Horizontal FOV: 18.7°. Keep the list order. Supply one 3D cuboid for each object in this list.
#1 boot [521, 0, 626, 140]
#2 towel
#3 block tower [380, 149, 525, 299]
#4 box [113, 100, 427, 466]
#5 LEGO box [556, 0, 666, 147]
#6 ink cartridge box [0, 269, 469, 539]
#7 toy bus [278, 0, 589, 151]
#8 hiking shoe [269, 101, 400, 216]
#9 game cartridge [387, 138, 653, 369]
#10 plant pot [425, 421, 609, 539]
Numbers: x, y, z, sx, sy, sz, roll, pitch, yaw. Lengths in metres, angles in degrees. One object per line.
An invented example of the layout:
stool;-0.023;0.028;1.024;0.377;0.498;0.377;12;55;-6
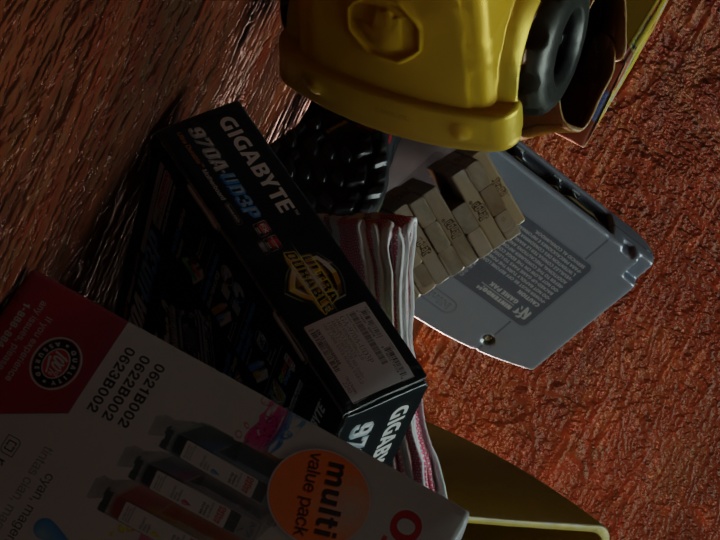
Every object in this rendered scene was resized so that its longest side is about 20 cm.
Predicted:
boot;0.117;-0.180;1.375;0.144;0.071;0.202;0;-100;57
towel;-0.022;0.044;1.034;0.200;0.030;0.147;3;-78;62
block tower;0.000;0.000;1.288;0.200;0.058;0.054;-34;-165;-8
box;-0.051;0.049;0.986;0.046;0.159;0.200;-21;153;-28
LEGO box;0.138;-0.191;1.616;0.077;0.148;0.200;-65;173;32
ink cartridge box;-0.081;0.129;0.864;0.146;0.199;0.145;-59;174;-27
toy bus;0.045;-0.187;0.986;0.192;0.135;0.200;82;31;-54
hiking shoe;-0.018;-0.046;1.252;0.200;0.075;0.101;-59;171;-36
game cartridge;0.070;-0.024;1.381;0.133;0.200;0.041;-43;-154;24
plant pot;-0.017;0.171;1.225;0.176;0.199;0.201;47;-59;48
